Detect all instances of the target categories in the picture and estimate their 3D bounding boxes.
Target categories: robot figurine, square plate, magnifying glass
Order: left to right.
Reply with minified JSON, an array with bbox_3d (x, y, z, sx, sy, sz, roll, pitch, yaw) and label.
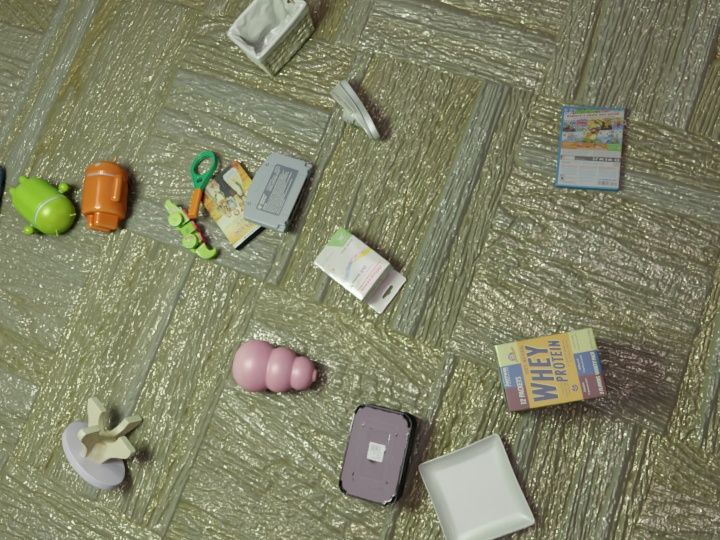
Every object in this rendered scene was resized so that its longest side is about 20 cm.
[{"bbox_3d":[-0.878,-0.179,1.781,0.199,0.116,0.176,35,83,17],"label":"robot figurine"},{"bbox_3d":[-0.694,-0.209,1.745,0.115,0.144,0.202,3,78,-9],"label":"robot figurine"},{"bbox_3d":[-0.427,-0.231,1.711,0.079,0.022,0.202,-6,61,23],"label":"magnifying glass"},{"bbox_3d":[0.254,0.491,1.417,0.197,0.028,0.202,-24,74,8],"label":"square plate"}]

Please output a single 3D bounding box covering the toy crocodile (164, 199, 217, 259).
[{"bbox_3d":[-0.450,-0.107,1.692,0.062,0.068,0.201,-36,75,-2],"label":"toy crocodile"}]

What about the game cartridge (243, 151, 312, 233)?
[{"bbox_3d":[-0.218,-0.203,1.651,0.132,0.041,0.202,20,72,6],"label":"game cartridge"}]

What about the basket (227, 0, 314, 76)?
[{"bbox_3d":[-0.232,-0.644,1.725,0.135,0.123,0.200,42,91,17],"label":"basket"}]

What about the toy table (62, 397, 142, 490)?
[{"bbox_3d":[-0.632,0.420,1.577,0.200,0.184,0.117,41,106,9],"label":"toy table"}]

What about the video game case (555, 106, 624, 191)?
[{"bbox_3d":[0.543,-0.290,1.521,0.142,0.018,0.202,6,80,15],"label":"video game case"}]

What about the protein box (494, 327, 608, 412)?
[{"bbox_3d":[0.393,0.215,1.353,0.196,0.200,0.136,-12,76,10],"label":"protein box"}]

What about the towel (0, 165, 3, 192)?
[{"bbox_3d":[-1.103,-0.209,1.877,0.110,0.049,0.202,1,78,14],"label":"towel"}]

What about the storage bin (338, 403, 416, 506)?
[{"bbox_3d":[0.041,0.412,1.451,0.134,0.094,0.202,10,82,15],"label":"storage bin"}]

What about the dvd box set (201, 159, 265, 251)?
[{"bbox_3d":[-0.325,-0.173,1.694,0.146,0.029,0.201,-39,72,3],"label":"dvd box set"}]

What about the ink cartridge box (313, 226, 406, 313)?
[{"bbox_3d":[0.000,0.000,1.561,0.199,0.067,0.118,37,88,18],"label":"ink cartridge box"}]

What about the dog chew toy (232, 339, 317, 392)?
[{"bbox_3d":[-0.201,0.236,1.536,0.198,0.125,0.126,9,80,6],"label":"dog chew toy"}]

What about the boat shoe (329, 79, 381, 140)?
[{"bbox_3d":[-0.016,-0.403,1.651,0.065,0.072,0.201,-34,72,9],"label":"boat shoe"}]
